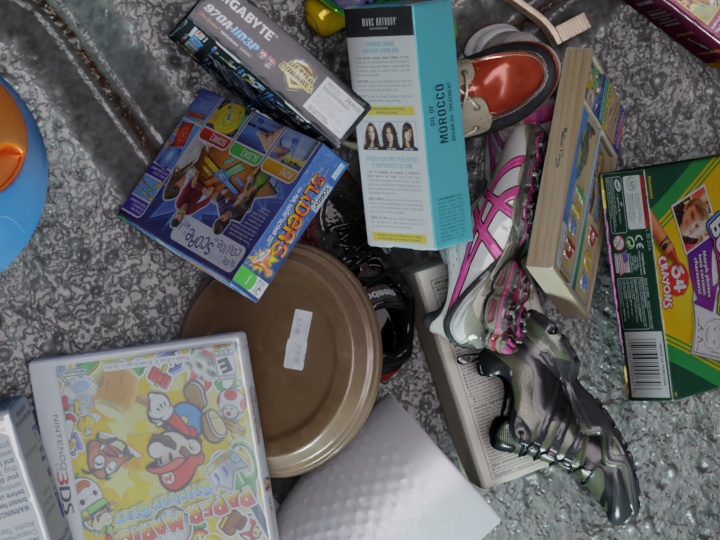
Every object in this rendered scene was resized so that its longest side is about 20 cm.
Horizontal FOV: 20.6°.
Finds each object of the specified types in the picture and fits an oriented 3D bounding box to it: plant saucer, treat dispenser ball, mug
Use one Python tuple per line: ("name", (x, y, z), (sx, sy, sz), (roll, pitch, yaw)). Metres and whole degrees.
("plant saucer", (-0.075, 0.074, 1.677), (0.199, 0.029, 0.202), (-3, 82, 26))
("treat dispenser ball", (-0.351, -0.077, 1.590), (0.199, 0.201, 0.202), (0, 92, -11))
("mug", (-0.008, 0.199, 1.703), (0.175, 0.148, 0.200), (-42, 73, -2))

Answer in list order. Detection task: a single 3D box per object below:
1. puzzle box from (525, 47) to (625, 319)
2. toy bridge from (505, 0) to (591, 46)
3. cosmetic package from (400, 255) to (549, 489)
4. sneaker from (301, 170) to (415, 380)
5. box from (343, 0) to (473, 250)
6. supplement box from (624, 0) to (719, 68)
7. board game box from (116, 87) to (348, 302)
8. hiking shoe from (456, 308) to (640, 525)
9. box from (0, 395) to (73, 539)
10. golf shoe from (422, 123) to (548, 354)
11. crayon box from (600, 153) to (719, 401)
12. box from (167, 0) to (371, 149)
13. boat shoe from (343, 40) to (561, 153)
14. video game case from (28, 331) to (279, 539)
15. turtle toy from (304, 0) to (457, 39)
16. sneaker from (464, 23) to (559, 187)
("puzzle box", (0.186, -0.072, 1.699), (0.025, 0.133, 0.201), (5, 73, 22))
("toy bridge", (0.132, -0.290, 1.766), (0.067, 0.027, 0.201), (-28, 96, -8))
("cosmetic package", (0.115, 0.079, 1.749), (0.103, 0.073, 0.201), (-18, 95, -10))
("sneaker", (0.000, 0.000, 1.711), (0.070, 0.098, 0.202), (-18, 94, -15))
("box", (0.040, -0.120, 1.634), (0.049, 0.082, 0.201), (-15, 104, -42))
("supplement box", (0.283, -0.282, 1.766), (0.200, 0.086, 0.111), (35, 85, -10))
("board game box", (-0.110, -0.066, 1.641), (0.034, 0.200, 0.136), (37, 85, -38))
("hiking shoe", (0.162, 0.139, 1.696), (0.100, 0.076, 0.201), (-29, 89, -2))
("box", (-0.339, 0.227, 1.638), (0.183, 0.105, 0.201), (-17, 94, -1))
("golf shoe", (0.108, -0.033, 1.670), (0.092, 0.073, 0.201), (9, 74, 24))
("crayon box", (0.299, 0.002, 1.754), (0.172, 0.058, 0.201), (-11, 95, -40))
("box", (-0.079, -0.165, 1.640), (0.159, 0.200, 0.046), (41, 85, -8))
("boat shoe", (0.074, -0.144, 1.692), (0.199, 0.062, 0.072), (-16, 88, 24))
("video game case", (-0.175, 0.154, 1.673), (0.199, 0.023, 0.183), (-8, 94, 19))
("turtle toy", (0.015, -0.263, 1.705), (0.145, 0.101, 0.201), (-31, 97, -9))
("sneaker", (0.147, -0.120, 1.742), (0.081, 0.088, 0.201), (-20, 95, -10))
